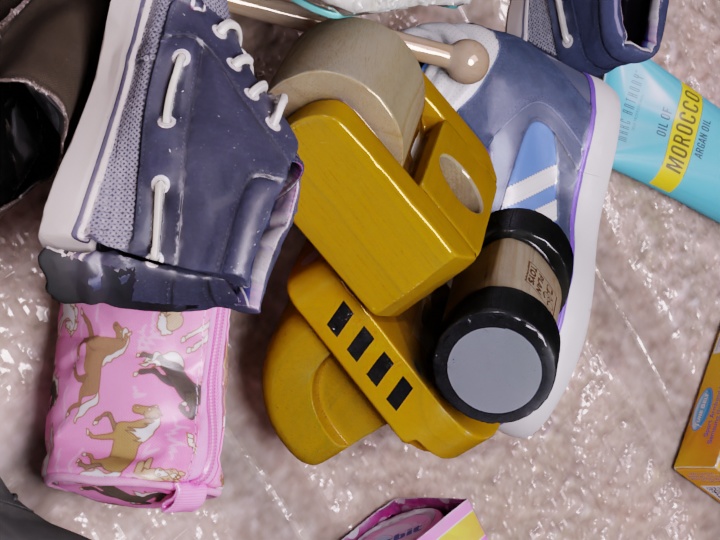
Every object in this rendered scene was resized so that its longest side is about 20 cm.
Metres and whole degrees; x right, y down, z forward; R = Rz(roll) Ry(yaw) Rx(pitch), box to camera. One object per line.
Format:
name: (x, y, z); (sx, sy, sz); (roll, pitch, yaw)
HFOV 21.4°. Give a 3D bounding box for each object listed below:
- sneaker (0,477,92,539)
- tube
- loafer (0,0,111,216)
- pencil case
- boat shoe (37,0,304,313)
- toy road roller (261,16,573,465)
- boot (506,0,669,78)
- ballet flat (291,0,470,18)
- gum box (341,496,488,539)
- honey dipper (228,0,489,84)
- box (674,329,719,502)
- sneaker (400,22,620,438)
sneaker: (-0.186, 0.091, 0.801); (0.199, 0.076, 0.092); (24, 64, -33)
tube: (0.213, -0.059, 1.120); (0.199, 0.050, 0.078); (27, 62, -24)
loafer: (-0.140, -0.063, 0.785); (0.201, 0.071, 0.073); (-58, 136, -37)
pencil case: (-0.093, 0.009, 0.862); (0.082, 0.086, 0.202); (10, 77, -17)
boat shoe: (-0.061, -0.071, 0.793); (0.092, 0.075, 0.202); (10, 69, 9)
toy road roller: (0.000, 0.000, 0.890); (0.201, 0.145, 0.123); (52, 23, -14)
boot: (0.135, -0.201, 1.050); (0.072, 0.090, 0.202); (9, 79, -34)
ballet flat: (0.018, -0.157, 0.916); (0.200, 0.071, 0.072); (-33, 106, -71)
gum box: (-0.009, 0.210, 0.911); (0.199, 0.066, 0.114); (-35, 105, -33)
honey dipper: (-0.031, -0.122, 0.920); (0.198, 0.038, 0.038); (12, 76, -15)
box: (0.280, 0.112, 1.146); (0.199, 0.041, 0.120); (37, 65, -29)
sneaker: (0.047, -0.027, 0.984); (0.145, 0.080, 0.202); (16, 82, -20)
